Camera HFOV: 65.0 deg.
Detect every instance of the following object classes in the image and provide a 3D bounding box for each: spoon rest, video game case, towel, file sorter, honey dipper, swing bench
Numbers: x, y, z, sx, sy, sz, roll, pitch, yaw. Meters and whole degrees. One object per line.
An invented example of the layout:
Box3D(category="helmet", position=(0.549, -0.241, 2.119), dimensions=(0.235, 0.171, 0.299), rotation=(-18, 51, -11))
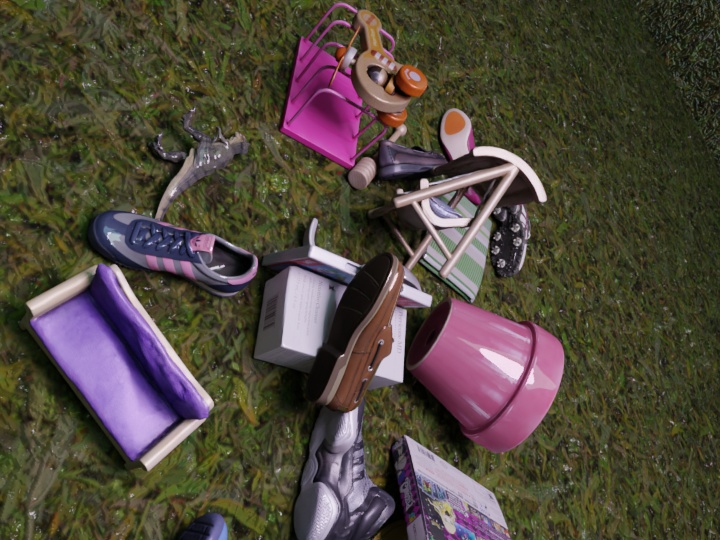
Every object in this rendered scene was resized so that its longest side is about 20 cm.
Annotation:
Box3D(category="spoon rest", position=(0.000, 0.000, 0.840), dimensions=(0.198, 0.099, 0.061), rotation=(29, 63, -9))
Box3D(category="video game case", position=(-0.019, 0.014, 0.774), dimensions=(0.198, 0.142, 0.018), rotation=(23, 74, -30))
Box3D(category="video game case", position=(0.134, 0.341, 0.769), dimensions=(0.199, 0.036, 0.182), rotation=(38, 17, -22))
Box3D(category="towel", position=(0.180, -0.058, 1.051), dimensions=(0.152, 0.023, 0.202), rotation=(36, 51, -23))
Box3D(category="file sorter", position=(-0.027, -0.302, 0.915), dimensions=(0.138, 0.125, 0.203), rotation=(23, 58, -29))
Box3D(category="honey dipper", position=(0.036, -0.209, 0.990), dimensions=(0.038, 0.038, 0.201), rotation=(46, 47, -14))
Box3D(category="swing bench", position=(0.138, -0.100, 0.865), dimensions=(0.199, 0.199, 0.130), rotation=(-36, 97, -8))

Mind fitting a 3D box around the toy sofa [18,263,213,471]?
Box3D(category="toy sofa", position=(-0.248, 0.099, 0.579), dimensions=(0.083, 0.097, 0.201), rotation=(-39, 98, -43))

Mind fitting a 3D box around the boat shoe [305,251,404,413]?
Box3D(category="boat shoe", position=(0.005, 0.076, 0.689), dimensions=(0.067, 0.072, 0.202), rotation=(27, 95, -30))

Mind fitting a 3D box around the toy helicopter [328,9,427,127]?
Box3D(category="toy helicopter", position=(0.012, -0.314, 0.834), dimensions=(0.131, 0.079, 0.202), rotation=(6, 57, -26))

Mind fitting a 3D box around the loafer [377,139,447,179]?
Box3D(category="loafer", position=(0.098, -0.196, 0.992), dimensions=(0.199, 0.071, 0.064), rotation=(-14, 92, -52))

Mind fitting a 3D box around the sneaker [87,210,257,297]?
Box3D(category="sneaker", position=(-0.214, -0.031, 0.672), dimensions=(0.198, 0.082, 0.071), rotation=(20, 60, -32))

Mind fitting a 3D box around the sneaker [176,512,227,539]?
Box3D(category="sneaker", position=(-0.170, 0.348, 0.556), dimensions=(0.082, 0.074, 0.202), rotation=(32, 61, -27))

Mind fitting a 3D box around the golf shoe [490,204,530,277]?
Box3D(category="golf shoe", position=(0.312, -0.072, 1.132), dimensions=(0.088, 0.077, 0.202), rotation=(30, 55, -35))

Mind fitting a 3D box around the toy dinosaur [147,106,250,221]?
Box3D(category="toy dinosaur", position=(-0.222, -0.155, 0.747), dimensions=(0.088, 0.047, 0.200), rotation=(52, 51, -18))

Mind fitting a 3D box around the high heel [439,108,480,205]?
Box3D(category="high heel", position=(0.210, -0.230, 1.139), dimensions=(0.096, 0.067, 0.202), rotation=(52, 20, -57))

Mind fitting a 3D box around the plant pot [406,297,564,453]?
Box3D(category="plant pot", position=(0.176, 0.141, 0.860), dimensions=(0.178, 0.200, 0.201), rotation=(33, 52, -5))

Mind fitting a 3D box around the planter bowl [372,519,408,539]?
Box3D(category="planter bowl", position=(0.092, 0.429, 0.725), dimensions=(0.198, 0.083, 0.203), rotation=(17, 62, -34))

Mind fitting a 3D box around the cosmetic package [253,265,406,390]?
Box3D(category="cosmetic package", position=(-0.035, 0.084, 0.770), dimensions=(0.198, 0.081, 0.114), rotation=(20, 61, -31))

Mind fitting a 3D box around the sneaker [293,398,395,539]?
Box3D(category="sneaker", position=(-0.009, 0.254, 0.727), dimensions=(0.113, 0.075, 0.202), rotation=(30, 60, -27))
